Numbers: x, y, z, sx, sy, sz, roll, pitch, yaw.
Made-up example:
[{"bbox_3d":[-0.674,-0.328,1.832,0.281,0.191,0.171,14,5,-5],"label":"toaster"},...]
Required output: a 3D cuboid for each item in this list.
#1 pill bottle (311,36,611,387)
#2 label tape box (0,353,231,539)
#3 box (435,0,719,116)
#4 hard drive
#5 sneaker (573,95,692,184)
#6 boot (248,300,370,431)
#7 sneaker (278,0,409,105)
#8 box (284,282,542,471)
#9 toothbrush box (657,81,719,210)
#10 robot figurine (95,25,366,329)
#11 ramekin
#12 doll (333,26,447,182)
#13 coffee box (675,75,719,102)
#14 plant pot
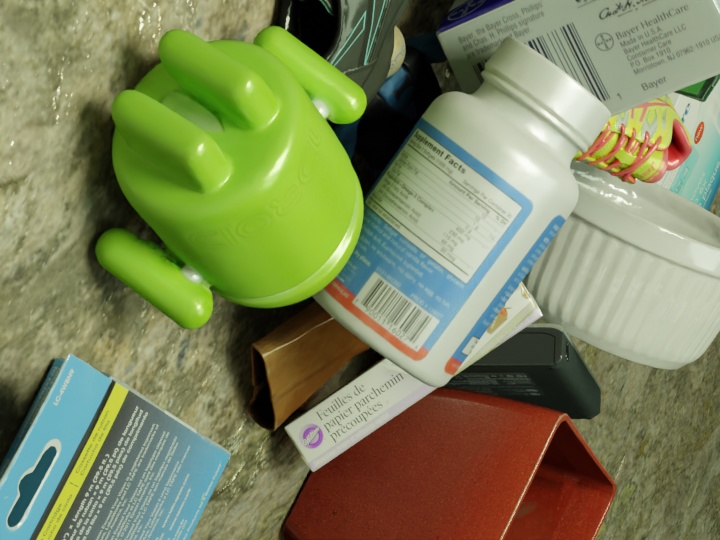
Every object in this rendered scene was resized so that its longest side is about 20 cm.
[{"bbox_3d":[0.065,-0.038,1.076,0.201,0.112,0.112,-53,152,3],"label":"pill bottle"},{"bbox_3d":[-0.169,0.132,0.998,0.144,0.066,0.200,-63,150,-10],"label":"label tape box"},{"bbox_3d":[0.168,-0.186,1.178,0.106,0.183,0.200,60,27,-18],"label":"box"},{"bbox_3d":[0.105,0.082,1.350,0.200,0.138,0.033,47,44,-67],"label":"hard drive"},{"bbox_3d":[0.195,-0.105,1.315,0.199,0.091,0.078,-15,155,-51],"label":"sneaker"},{"bbox_3d":[0.000,0.000,1.174,0.199,0.069,0.189,-32,157,-27],"label":"boot"},{"bbox_3d":[0.003,-0.191,1.066,0.079,0.075,0.202,12,99,-60],"label":"sneaker"},{"bbox_3d":[0.038,0.071,1.237,0.199,0.039,0.041,-34,177,2],"label":"box"},{"bbox_3d":[0.273,-0.125,1.588,0.148,0.085,0.200,-65,151,-7],"label":"toothbrush box"},{"bbox_3d":[-0.067,-0.052,0.993,0.176,0.115,0.200,-55,151,-11],"label":"robot figurine"},{"bbox_3d":[0.198,-0.008,1.329,0.200,0.199,0.106,-1,119,-61],"label":"ramekin"},{"bbox_3d":[0.030,-0.109,1.197,0.137,0.048,0.200,-49,149,-11],"label":"doll"},{"bbox_3d":[0.280,-0.245,1.357,0.123,0.044,0.202,113,-9,-56],"label":"coffee box"},{"bbox_3d":[0.060,0.195,1.332,0.201,0.175,0.200,-62,152,-12],"label":"plant pot"}]
